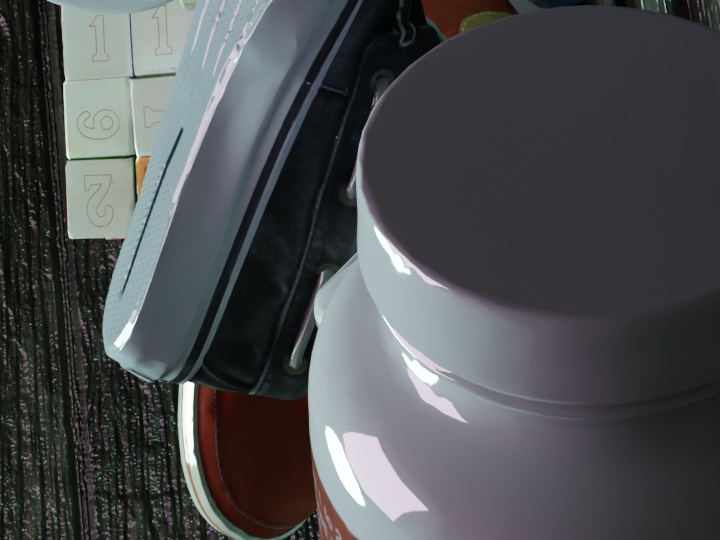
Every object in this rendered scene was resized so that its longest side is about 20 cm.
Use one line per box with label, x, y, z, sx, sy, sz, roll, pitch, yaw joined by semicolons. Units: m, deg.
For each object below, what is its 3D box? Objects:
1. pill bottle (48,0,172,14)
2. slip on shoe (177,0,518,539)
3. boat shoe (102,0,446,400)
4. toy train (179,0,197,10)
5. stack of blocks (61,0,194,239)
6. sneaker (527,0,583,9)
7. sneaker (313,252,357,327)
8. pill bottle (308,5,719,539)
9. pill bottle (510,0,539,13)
pill bottle;-0.049;-0.165;0.902;0.200;0.113;0.114;-60;-30;-54
slip on shoe;0.000;0.000;0.913;0.061;0.074;0.201;41;112;46
boat shoe;-0.009;-0.055;0.805;0.072;0.071;0.201;-109;38;-57
toy train;-0.018;-0.140;1.063;0.200;0.034;0.046;-60;-34;-51
stack of blocks;-0.062;-0.113;1.099;0.115;0.058;0.201;-4;-87;-67
sneaker;0.043;-0.111;0.840;0.200;0.075;0.087;93;165;-81
sneaker;0.056;-0.011;0.799;0.089;0.080;0.200;-60;-10;11
pill bottle;0.047;0.051;0.586;0.113;0.111;0.201;-98;2;-46
pill bottle;0.025;-0.019;1.059;0.200;0.111;0.112;86;177;-60
